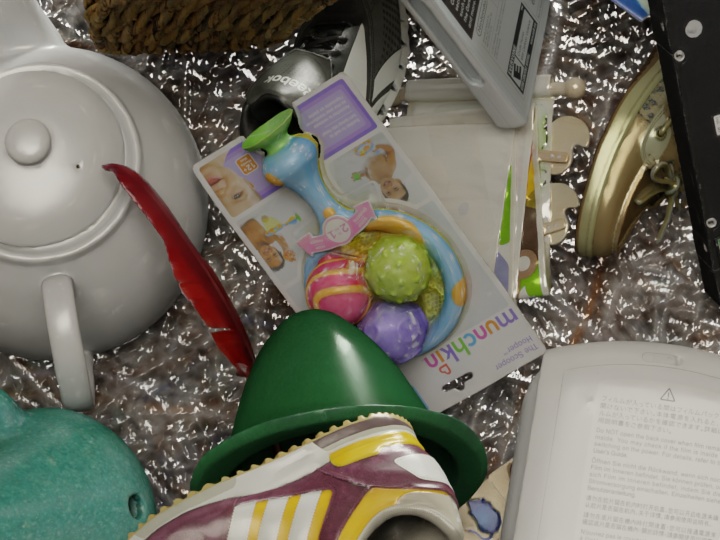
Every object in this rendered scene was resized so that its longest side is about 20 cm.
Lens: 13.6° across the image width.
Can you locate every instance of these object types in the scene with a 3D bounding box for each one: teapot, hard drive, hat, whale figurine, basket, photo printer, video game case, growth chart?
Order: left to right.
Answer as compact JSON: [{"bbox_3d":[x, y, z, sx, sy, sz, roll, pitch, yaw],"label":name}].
[{"bbox_3d":[-0.182,0.137,1.631,0.103,0.200,0.160,-11,82,24],"label":"whale figurine"},{"bbox_3d":[-0.181,-0.046,1.736,0.200,0.146,0.198,34,77,10],"label":"teapot"},{"bbox_3d":[-0.088,-0.213,1.668,0.142,0.200,0.150,-4,82,-22],"label":"basket"},{"bbox_3d":[-0.026,0.039,1.698,0.165,0.200,0.177,-15,60,12],"label":"hat"},{"bbox_3d":[0.056,-0.028,1.773,0.144,0.018,0.201,8,72,20],"label":"growth chart"},{"bbox_3d":[0.067,-0.214,1.750,0.023,0.182,0.201,-5,57,29],"label":"video game case"},{"bbox_3d":[0.164,0.140,1.701,0.166,0.069,0.201,8,72,5],"label":"photo printer"},{"bbox_3d":[0.248,-0.090,1.731,0.139,0.038,0.201,-17,111,-7],"label":"hard drive"}]

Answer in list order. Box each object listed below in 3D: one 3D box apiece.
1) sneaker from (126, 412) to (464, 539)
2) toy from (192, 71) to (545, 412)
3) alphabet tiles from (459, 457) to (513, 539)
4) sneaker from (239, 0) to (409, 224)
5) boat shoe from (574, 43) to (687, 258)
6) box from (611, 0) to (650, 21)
[{"bbox_3d":[-0.043,0.154,1.571,0.200,0.075,0.090,-30,52,-3],"label":"sneaker"},{"bbox_3d":[0.000,0.000,1.702,0.115,0.047,0.200,-30,100,26],"label":"toy"},{"bbox_3d":[0.095,0.203,1.724,0.200,0.006,0.167,-35,75,-9],"label":"alphabet tiles"},{"bbox_3d":[-0.025,-0.105,1.772,0.066,0.090,0.201,9,73,26],"label":"sneaker"},{"bbox_3d":[0.188,-0.089,1.776,0.063,0.073,0.200,26,75,12],"label":"boat shoe"},{"bbox_3d":[0.176,-0.233,1.782,0.122,0.048,0.200,37,42,12],"label":"box"}]
